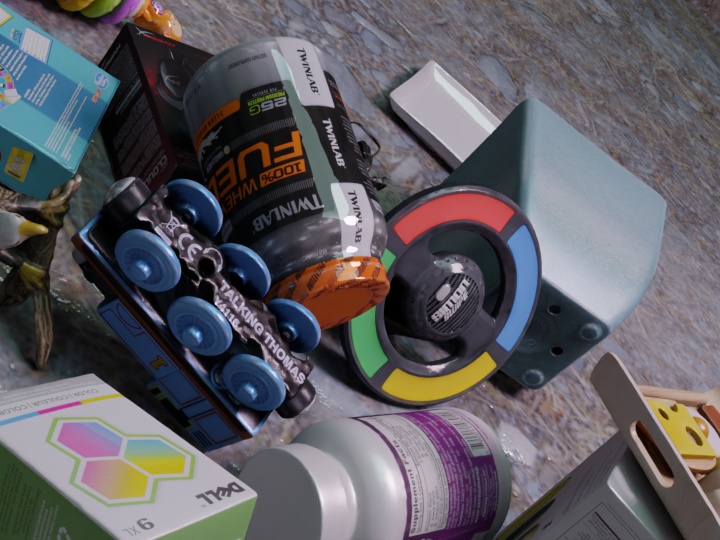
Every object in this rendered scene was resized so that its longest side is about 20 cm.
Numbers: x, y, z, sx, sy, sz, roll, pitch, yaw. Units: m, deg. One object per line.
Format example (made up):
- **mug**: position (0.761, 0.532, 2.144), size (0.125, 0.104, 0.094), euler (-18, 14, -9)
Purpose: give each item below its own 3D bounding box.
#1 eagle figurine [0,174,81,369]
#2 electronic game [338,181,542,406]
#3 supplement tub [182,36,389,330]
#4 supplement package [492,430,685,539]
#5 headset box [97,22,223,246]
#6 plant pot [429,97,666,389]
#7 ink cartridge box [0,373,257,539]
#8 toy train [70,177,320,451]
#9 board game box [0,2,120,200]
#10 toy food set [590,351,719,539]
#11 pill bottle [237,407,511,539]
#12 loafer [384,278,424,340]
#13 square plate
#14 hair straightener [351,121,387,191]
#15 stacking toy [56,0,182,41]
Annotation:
- **eagle figurine**: position (-0.252, -0.028, 0.680), size (0.199, 0.150, 0.153), euler (5, 57, -58)
- **electronic game**: position (0.071, 0.023, 0.980), size (0.199, 0.202, 0.042), euler (20, 10, -34)
- **supplement tub**: position (-0.053, -0.062, 0.870), size (0.122, 0.122, 0.202), euler (3, 60, -49)
- **supplement package**: position (0.176, 0.231, 0.822), size (0.151, 0.200, 0.152), euler (46, 29, 8)
- **headset box**: position (-0.136, -0.103, 0.998), size (0.148, 0.077, 0.201), euler (15, 39, -41)
- **plant pot**: position (0.173, -0.004, 1.145), size (0.195, 0.196, 0.201), euler (34, 37, -16)
- **ink cartridge box**: position (-0.129, 0.136, 0.640), size (0.199, 0.060, 0.103), euler (30, 21, 29)
- **toy train**: position (-0.114, 0.029, 0.778), size (0.200, 0.114, 0.087), euler (51, 42, -17)
- **board game box**: position (-0.297, -0.153, 0.893), size (0.199, 0.047, 0.152), euler (33, 31, -18)
- **toy food set**: position (0.254, 0.123, 0.791), size (0.199, 0.060, 0.144), euler (12, 41, -45)
- **pill bottle**: position (0.010, 0.157, 0.806), size (0.199, 0.112, 0.113), euler (2, 49, -49)
- **loafer**: position (0.000, 0.000, 0.990), size (0.200, 0.072, 0.063), euler (38, -7, -41)
- **square plate**: position (0.131, -0.172, 1.465), size (0.198, 0.028, 0.200), euler (43, 29, -1)
- **hair straightener**: position (-0.011, -0.103, 1.201), size (0.077, 0.041, 0.201), euler (32, 27, -19)
- **stacking toy**: position (-0.241, -0.272, 1.083), size (0.199, 0.110, 0.117), euler (33, 26, -39)
